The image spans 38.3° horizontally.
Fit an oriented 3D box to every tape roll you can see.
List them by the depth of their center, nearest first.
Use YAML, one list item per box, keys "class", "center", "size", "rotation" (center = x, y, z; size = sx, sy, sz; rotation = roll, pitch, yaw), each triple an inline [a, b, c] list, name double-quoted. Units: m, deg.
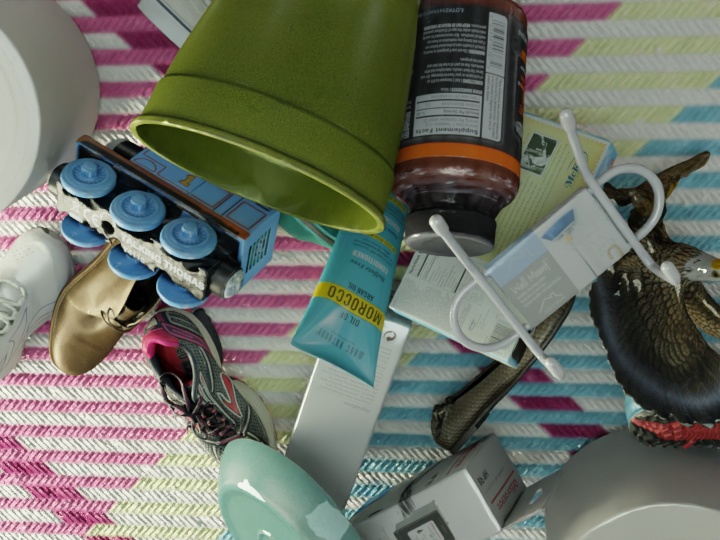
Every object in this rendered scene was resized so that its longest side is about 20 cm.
- class: "tape roll"
  center: [-0.345, -0.150, 0.897]
  size: [0.202, 0.139, 0.203]
  rotation: [2, 110, 6]
- class: "tape roll"
  center: [0.274, 0.265, 0.957]
  size: [0.202, 0.139, 0.203]
  rotation: [3, 110, 7]

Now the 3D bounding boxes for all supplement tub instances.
- class: "supplement tub"
  center: [0.077, -0.115, 0.831]
  size: [0.107, 0.107, 0.200]
  rotation: [4, 78, 6]

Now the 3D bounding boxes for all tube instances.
- class: "tube"
  center: [0.000, 0.000, 0.872]
  size: [0.077, 0.200, 0.050]
  rotation: [27, 142, -13]

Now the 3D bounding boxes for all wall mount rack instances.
- class: "wall mount rack"
  center: [0.141, -0.021, 0.771]
  size: [0.200, 0.075, 0.174]
  rotation: [-40, 110, 2]

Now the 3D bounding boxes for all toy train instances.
- class: "toy train"
  center: [-0.170, -0.048, 0.894]
  size: [0.200, 0.114, 0.087]
  rotation: [30, 135, 15]

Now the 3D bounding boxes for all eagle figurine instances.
- class: "eagle figurine"
  center: [0.264, 0.018, 0.872]
  size: [0.152, 0.151, 0.200]
  rotation: [-17, 99, 2]

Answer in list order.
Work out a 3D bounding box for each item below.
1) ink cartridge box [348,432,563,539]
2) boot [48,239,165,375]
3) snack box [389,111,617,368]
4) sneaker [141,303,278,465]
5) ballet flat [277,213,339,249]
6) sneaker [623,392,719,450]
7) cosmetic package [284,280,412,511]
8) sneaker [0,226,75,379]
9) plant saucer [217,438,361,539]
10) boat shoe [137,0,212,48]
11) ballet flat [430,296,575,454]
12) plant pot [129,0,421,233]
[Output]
- class: "ink cartridge box"
  center: [0.081, 0.220, 0.973]
  size: [0.200, 0.116, 0.067]
  rotation: [-33, 86, 21]
- class: "boot"
  center: [-0.235, 0.034, 0.975]
  size: [0.074, 0.075, 0.200]
  rotation: [21, 116, -33]
- class: "snack box"
  center: [0.119, -0.033, 0.870]
  size: [0.116, 0.037, 0.200]
  rotation: [25, 86, 26]
- class: "sneaker"
  center: [-0.153, 0.128, 1.006]
  size: [0.081, 0.075, 0.200]
  rotation: [-27, 105, 15]
- class: "ballet flat"
  center: [-0.081, -0.077, 0.937]
  size: [0.200, 0.067, 0.070]
  rotation: [42, 133, -8]
- class: "sneaker"
  center: [0.325, 0.108, 0.934]
  size: [0.200, 0.096, 0.079]
  rotation: [11, 140, -22]
- class: "cosmetic package"
  center: [-0.013, 0.110, 0.967]
  size: [0.071, 0.101, 0.200]
  rotation: [19, 110, 1]
- class: "sneaker"
  center: [-0.341, 0.047, 0.994]
  size: [0.074, 0.087, 0.200]
  rotation: [33, 109, -3]
- class: "plant saucer"
  center: [-0.069, 0.245, 0.954]
  size: [0.200, 0.036, 0.200]
  rotation: [31, 141, 29]
- class: "boat shoe"
  center: [-0.089, -0.192, 0.893]
  size: [0.202, 0.075, 0.086]
  rotation: [42, 99, -1]
- class: "ballet flat"
  center: [0.128, 0.090, 0.967]
  size: [0.046, 0.067, 0.200]
  rotation: [40, 115, 10]
- class: "plant pot"
  center: [-0.041, -0.154, 0.778]
  size: [0.200, 0.200, 0.193]
  rotation: [22, 83, -1]
